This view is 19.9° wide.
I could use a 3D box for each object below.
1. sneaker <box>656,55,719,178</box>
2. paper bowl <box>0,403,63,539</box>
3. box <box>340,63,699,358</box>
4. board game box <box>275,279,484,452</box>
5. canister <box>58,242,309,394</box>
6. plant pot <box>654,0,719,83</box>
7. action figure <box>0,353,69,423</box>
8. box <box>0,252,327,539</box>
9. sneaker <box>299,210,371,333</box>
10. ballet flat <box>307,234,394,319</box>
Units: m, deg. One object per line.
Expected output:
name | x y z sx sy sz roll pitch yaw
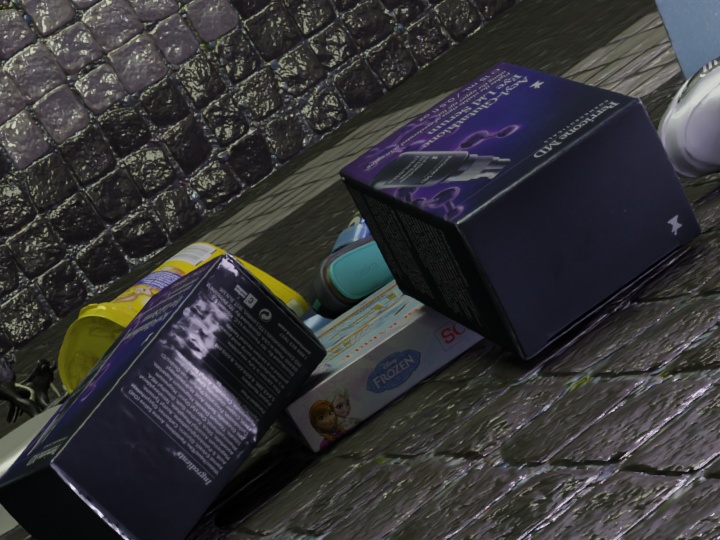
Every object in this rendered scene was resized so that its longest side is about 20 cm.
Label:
sneaker | 0.290 -0.123 1.366 0.199 0.076 0.115 -29 6 5
paper bowl | -0.246 0.178 1.563 0.200 0.105 0.201 -34 9 6
box | 0.100 -0.045 1.338 0.147 0.105 0.200 -34 22 -14
board game box | 0.020 0.051 1.504 0.199 0.041 0.199 -34 8 -8
canister | -0.139 0.061 1.700 0.200 0.148 0.087 -41 -22 -61
plant pot | 0.334 -0.242 1.550 0.199 0.197 0.196 -18 13 22
action figure | -0.225 0.136 1.746 0.198 0.103 0.119 14 -3 23
box | -0.140 0.105 1.414 0.200 0.104 0.148 -52 12 -28
sneaker | 0.000 0.000 1.743 0.200 0.083 0.074 -41 13 -36
ballet flat | 0.035 -0.008 1.672 0.199 0.074 0.073 -25 2 -35
